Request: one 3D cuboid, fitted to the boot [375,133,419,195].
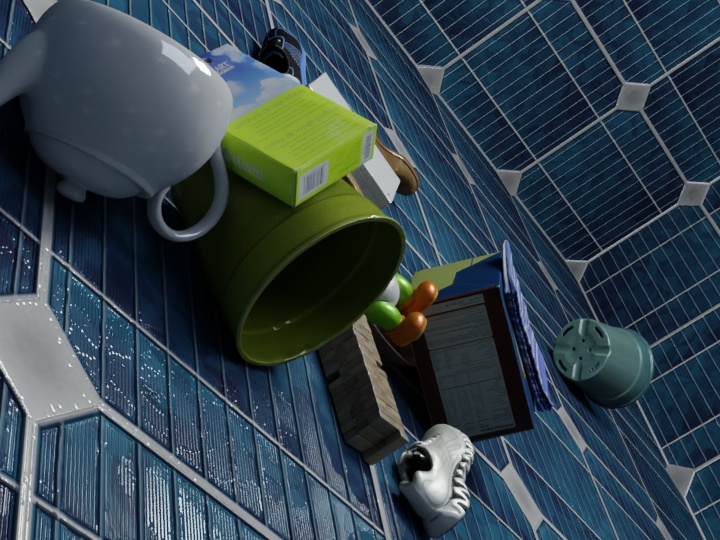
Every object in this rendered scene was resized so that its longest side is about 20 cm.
[{"bbox_3d":[0.034,-0.185,2.119,0.200,0.073,0.076,41,39,-36],"label":"boot"}]

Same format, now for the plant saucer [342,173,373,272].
[{"bbox_3d":[-0.054,-0.058,1.284,0.035,0.200,0.201,-32,88,-43],"label":"plant saucer"}]

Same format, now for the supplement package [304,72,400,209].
[{"bbox_3d":[-0.047,-0.165,1.688,0.201,0.110,0.156,55,15,-9],"label":"supplement package"}]

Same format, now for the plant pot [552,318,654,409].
[{"bbox_3d":[0.565,0.208,2.779,0.195,0.200,0.201,27,32,-49],"label":"plant pot"}]

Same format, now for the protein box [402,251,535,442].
[{"bbox_3d":[0.153,0.105,1.608,0.199,0.134,0.202,-61,137,-74],"label":"protein box"}]

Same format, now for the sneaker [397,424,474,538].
[{"bbox_3d":[0.085,0.227,1.382,0.081,0.075,0.200,44,16,-11],"label":"sneaker"}]

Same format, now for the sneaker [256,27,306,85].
[{"bbox_3d":[-0.130,-0.337,1.861,0.078,0.070,0.201,52,15,-44],"label":"sneaker"}]

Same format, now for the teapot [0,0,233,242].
[{"bbox_3d":[-0.212,-0.125,1.006,0.198,0.147,0.197,24,-8,6],"label":"teapot"}]

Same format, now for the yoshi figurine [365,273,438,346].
[{"bbox_3d":[0.007,-0.005,1.434,0.199,0.112,0.112,36,-3,-11],"label":"yoshi figurine"}]

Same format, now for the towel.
[{"bbox_3d":[0.227,0.077,1.602,0.145,0.024,0.202,-83,157,-61],"label":"towel"}]

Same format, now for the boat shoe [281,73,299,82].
[{"bbox_3d":[-0.072,-0.161,1.551,0.068,0.071,0.202,35,-40,53],"label":"boat shoe"}]

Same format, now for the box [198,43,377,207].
[{"bbox_3d":[-0.098,-0.144,1.129,0.199,0.048,0.122,31,45,27],"label":"box"}]

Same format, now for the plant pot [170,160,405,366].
[{"bbox_3d":[-0.090,-0.044,1.178,0.193,0.200,0.200,50,11,25],"label":"plant pot"}]

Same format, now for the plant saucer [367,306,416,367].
[{"bbox_3d":[0.018,0.052,1.595,0.201,0.034,0.201,51,15,-19],"label":"plant saucer"}]

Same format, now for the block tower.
[{"bbox_3d":[-0.006,0.119,1.335,0.058,0.054,0.201,40,21,-45],"label":"block tower"}]
